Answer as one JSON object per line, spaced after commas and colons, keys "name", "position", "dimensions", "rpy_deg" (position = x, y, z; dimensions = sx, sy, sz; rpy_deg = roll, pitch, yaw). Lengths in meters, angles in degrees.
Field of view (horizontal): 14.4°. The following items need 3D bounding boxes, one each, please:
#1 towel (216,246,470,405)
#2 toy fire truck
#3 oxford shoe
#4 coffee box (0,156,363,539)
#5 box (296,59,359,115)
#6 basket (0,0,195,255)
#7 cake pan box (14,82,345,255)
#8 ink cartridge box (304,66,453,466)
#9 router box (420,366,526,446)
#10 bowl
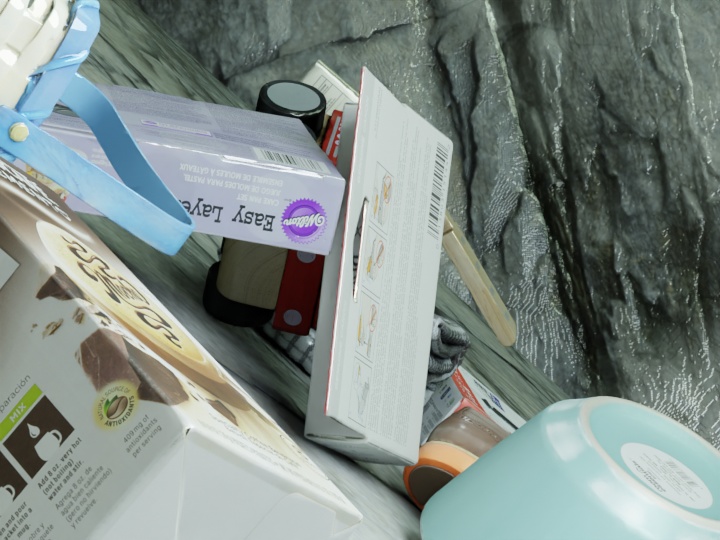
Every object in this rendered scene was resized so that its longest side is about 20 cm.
{"name": "towel", "position": [-0.011, 0.025, 1.966], "dimensions": [0.166, 0.086, 0.200], "rpy_deg": [41, 4, 8]}
{"name": "toy fire truck", "position": [0.012, -0.012, 1.812], "dimensions": [0.200, 0.129, 0.176], "rpy_deg": [14, 31, 1]}
{"name": "oxford shoe", "position": [0.126, 0.151, 1.718], "dimensions": [0.200, 0.073, 0.071], "rpy_deg": [36, -41, 3]}
{"name": "coffee box", "position": [-0.106, 0.036, 0.965], "dimensions": [0.200, 0.080, 0.113], "rpy_deg": [44, 6, 35]}
{"name": "box", "position": [-0.018, -0.147, 3.478], "dimensions": [0.200, 0.128, 0.109], "rpy_deg": [41, 4, -3]}
{"name": "basket", "position": [-0.173, -0.092, 1.288], "dimensions": [0.200, 0.139, 0.176], "rpy_deg": [29, 11, -31]}
{"name": "cake pan box", "position": [-0.112, -0.065, 1.618], "dimensions": [0.200, 0.052, 0.184], "rpy_deg": [9, 13, -13]}
{"name": "ink cartridge box", "position": [0.000, 0.000, 1.633], "dimensions": [0.045, 0.200, 0.176], "rpy_deg": [3, -12, 20]}
{"name": "router box", "position": [0.113, 0.144, 2.105], "dimensions": [0.179, 0.049, 0.200], "rpy_deg": [40, 4, -12]}
{"name": "bowl", "position": [0.144, 0.144, 1.566], "dimensions": [0.201, 0.105, 0.201], "rpy_deg": [26, 21, -11]}
